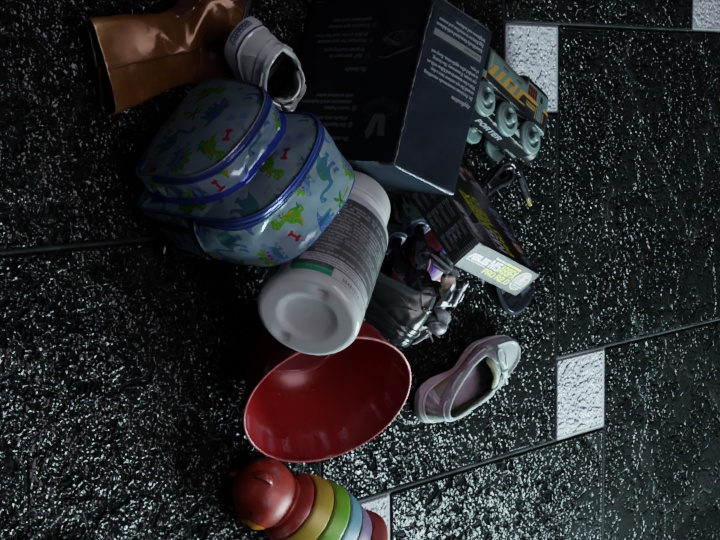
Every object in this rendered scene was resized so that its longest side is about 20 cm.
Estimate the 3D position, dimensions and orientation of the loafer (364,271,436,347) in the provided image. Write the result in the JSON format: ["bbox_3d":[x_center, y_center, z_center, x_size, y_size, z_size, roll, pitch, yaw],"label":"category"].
[{"bbox_3d":[0.000,0.000,1.590,0.072,0.200,0.073,-50,177,8],"label":"loafer"}]

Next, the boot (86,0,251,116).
[{"bbox_3d":[-0.206,-0.276,1.433,0.199,0.068,0.190,-21,122,-37],"label":"boot"}]

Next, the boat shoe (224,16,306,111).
[{"bbox_3d":[-0.094,-0.204,1.483,0.074,0.065,0.200,-52,163,-2],"label":"boat shoe"}]

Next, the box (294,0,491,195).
[{"bbox_3d":[0.024,-0.201,1.568,0.117,0.196,0.202,22,79,-45],"label":"box"}]

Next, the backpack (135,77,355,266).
[{"bbox_3d":[-0.123,-0.100,1.416,0.184,0.199,0.147,-56,138,-24],"label":"backpack"}]

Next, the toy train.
[{"bbox_3d":[0.177,-0.225,1.807,0.200,0.085,0.115,33,59,-40],"label":"toy train"}]

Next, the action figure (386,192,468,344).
[{"bbox_3d":[0.064,0.001,1.641,0.069,0.130,0.201,17,43,-42],"label":"action figure"}]

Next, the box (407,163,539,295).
[{"bbox_3d":[0.123,-0.072,1.673,0.044,0.201,0.160,-41,146,17],"label":"box"}]

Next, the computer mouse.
[{"bbox_3d":[0.195,-0.048,1.865,0.140,0.046,0.201,-45,120,-32],"label":"computer mouse"}]

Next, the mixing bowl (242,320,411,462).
[{"bbox_3d":[-0.052,0.114,1.561,0.199,0.109,0.201,-13,134,-14],"label":"mixing bowl"}]

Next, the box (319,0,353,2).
[{"bbox_3d":[-0.041,-0.376,1.553,0.199,0.095,0.100,22,80,-44],"label":"box"}]

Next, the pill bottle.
[{"bbox_3d":[-0.033,-0.014,1.474,0.113,0.112,0.201,60,31,-31],"label":"pill bottle"}]

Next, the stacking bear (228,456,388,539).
[{"bbox_3d":[-0.070,0.290,1.596,0.200,0.121,0.114,40,69,-32],"label":"stacking bear"}]

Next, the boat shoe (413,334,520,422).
[{"bbox_3d":[0.156,0.149,1.832,0.201,0.064,0.075,-27,113,-40],"label":"boat shoe"}]

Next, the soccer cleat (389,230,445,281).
[{"bbox_3d":[0.080,0.008,1.743,0.201,0.066,0.077,-59,135,-26],"label":"soccer cleat"}]
